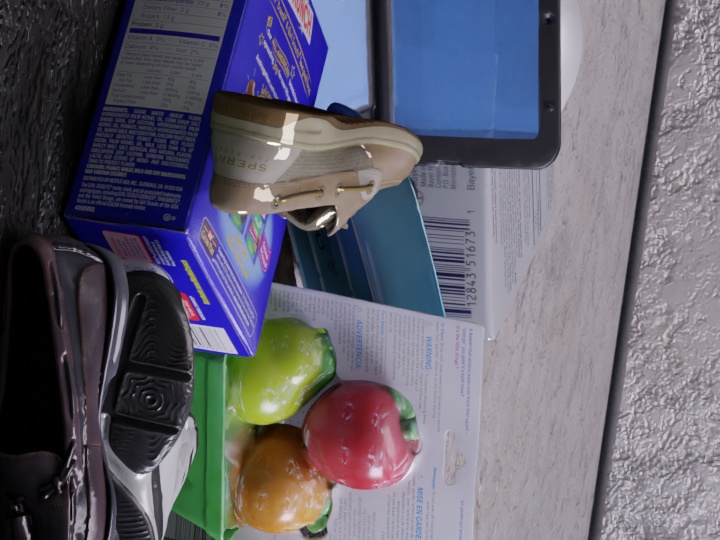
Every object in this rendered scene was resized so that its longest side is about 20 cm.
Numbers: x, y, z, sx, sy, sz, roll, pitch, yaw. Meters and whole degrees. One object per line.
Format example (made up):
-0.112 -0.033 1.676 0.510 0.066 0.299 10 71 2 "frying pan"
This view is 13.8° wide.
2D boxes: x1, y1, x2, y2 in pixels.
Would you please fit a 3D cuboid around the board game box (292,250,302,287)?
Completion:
-0.016 -0.051 2.012 0.200 0.043 0.199 -68 160 -47 "board game box"

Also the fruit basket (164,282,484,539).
-0.025 0.090 1.707 0.094 0.199 0.186 -57 151 -60 "fruit basket"

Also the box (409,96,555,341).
0.062 -0.084 1.998 0.200 0.105 0.184 -60 152 -57 "box"

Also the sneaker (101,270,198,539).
-0.124 0.071 1.587 0.115 0.075 0.201 -77 177 -61 "sneaker"

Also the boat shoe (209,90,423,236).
-0.027 -0.054 1.566 0.200 0.072 0.065 2 100 -68 "boat shoe"

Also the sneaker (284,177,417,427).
0.010 0.044 1.881 0.200 0.115 0.075 -59 162 5 "sneaker"

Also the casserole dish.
0.000 0.000 1.725 0.039 0.121 0.201 -25 118 -24 "casserole dish"

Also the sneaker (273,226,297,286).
-0.060 0.003 1.794 0.200 0.070 0.076 85 13 -50 "sneaker"

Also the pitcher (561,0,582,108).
0.100 -0.146 2.347 0.172 0.121 0.201 -105 -152 -68 "pitcher"

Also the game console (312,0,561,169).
0.024 -0.143 1.801 0.176 0.116 0.201 -24 120 -43 "game console"

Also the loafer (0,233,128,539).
-0.159 0.080 1.442 0.063 0.072 0.201 25 66 -57 "loafer"

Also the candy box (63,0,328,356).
-0.084 -0.079 1.616 0.169 0.077 0.201 68 34 -63 "candy box"
